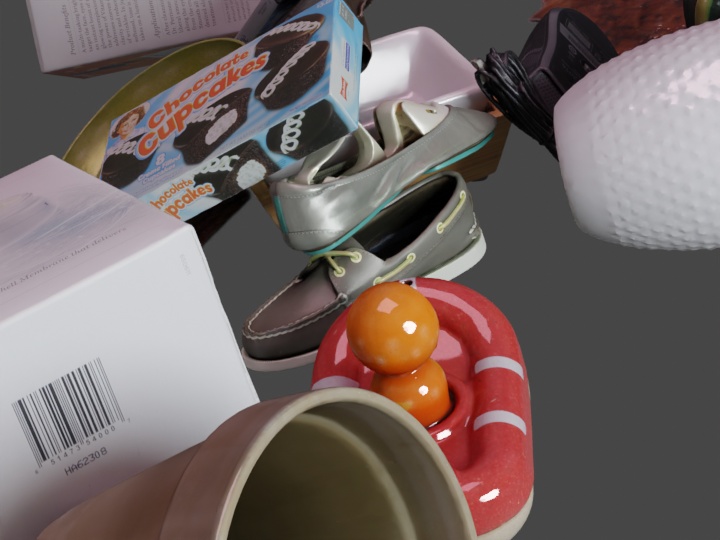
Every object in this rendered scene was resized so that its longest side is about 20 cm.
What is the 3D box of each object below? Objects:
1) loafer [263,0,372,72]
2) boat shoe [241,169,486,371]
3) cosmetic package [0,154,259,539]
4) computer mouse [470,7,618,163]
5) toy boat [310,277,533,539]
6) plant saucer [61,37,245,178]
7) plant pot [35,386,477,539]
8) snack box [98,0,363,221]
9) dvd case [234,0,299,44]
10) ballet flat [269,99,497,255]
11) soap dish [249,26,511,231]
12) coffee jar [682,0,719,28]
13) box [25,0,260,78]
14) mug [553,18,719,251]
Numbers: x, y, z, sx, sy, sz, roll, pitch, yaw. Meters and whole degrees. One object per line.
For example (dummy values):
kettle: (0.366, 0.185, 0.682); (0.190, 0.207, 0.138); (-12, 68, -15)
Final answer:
loafer: (-0.028, -0.171, 1.268); (0.073, 0.071, 0.200); (-38, 10, 28)
boat shoe: (-0.002, -0.001, 1.130); (0.202, 0.060, 0.072); (-31, 35, -27)
cosmetic package: (-0.198, 0.045, 0.917); (0.199, 0.123, 0.200); (-29, 26, -22)
computer mouse: (0.145, -0.132, 1.257); (0.053, 0.138, 0.200); (-39, 11, 31)
toy boat: (0.026, 0.063, 0.947); (0.130, 0.131, 0.200); (-8, 32, 8)
plant saucer: (-0.148, -0.089, 1.251); (0.200, 0.031, 0.200); (-28, 36, 22)
plant pot: (-0.065, 0.164, 0.793); (0.173, 0.200, 0.200); (-12, 27, 36)
snack box: (-0.090, -0.099, 1.141); (0.200, 0.037, 0.116); (-26, 36, 23)
dvd case: (-0.053, -0.211, 1.413); (0.143, 0.018, 0.200); (-34, -4, -30)
ballet flat: (0.018, -0.080, 1.133); (0.200, 0.064, 0.067); (-36, 21, -35)
soap dish: (-0.001, -0.103, 1.275); (0.200, 0.081, 0.157); (-20, 32, -11)
coffee jar: (0.325, -0.174, 1.260); (0.104, 0.085, 0.200); (-21, 33, -8)
box: (-0.180, -0.241, 1.493); (0.200, 0.106, 0.152); (-11, 4, 5)
mug: (0.225, -0.097, 1.121); (0.175, 0.148, 0.200); (-12, 26, 15)
